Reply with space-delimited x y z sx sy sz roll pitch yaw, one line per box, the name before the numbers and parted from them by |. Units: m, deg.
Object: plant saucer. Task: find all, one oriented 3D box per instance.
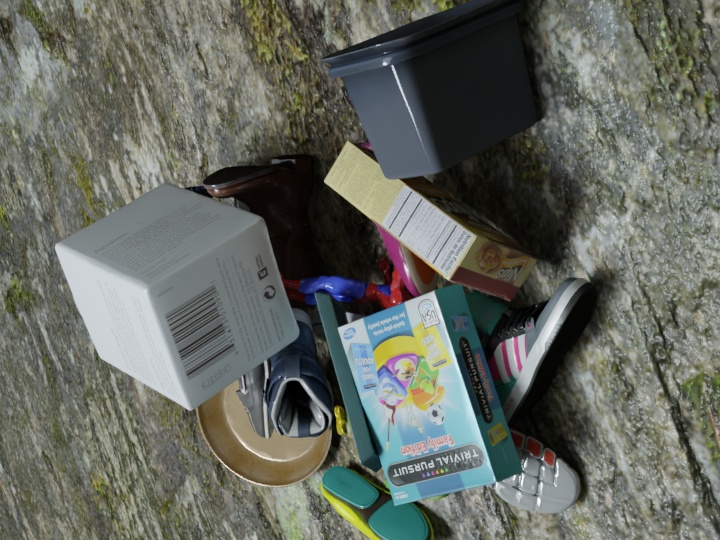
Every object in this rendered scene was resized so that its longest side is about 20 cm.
plant saucer | -0.010 0.120 1.429 0.019 0.070 0.200 -20 69 9
plant saucer | -0.122 0.186 1.714 0.200 0.035 0.200 7 108 22

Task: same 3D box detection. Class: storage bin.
storage bin | 0.074 -0.176 1.273 0.145 0.200 0.134 -3 109 50

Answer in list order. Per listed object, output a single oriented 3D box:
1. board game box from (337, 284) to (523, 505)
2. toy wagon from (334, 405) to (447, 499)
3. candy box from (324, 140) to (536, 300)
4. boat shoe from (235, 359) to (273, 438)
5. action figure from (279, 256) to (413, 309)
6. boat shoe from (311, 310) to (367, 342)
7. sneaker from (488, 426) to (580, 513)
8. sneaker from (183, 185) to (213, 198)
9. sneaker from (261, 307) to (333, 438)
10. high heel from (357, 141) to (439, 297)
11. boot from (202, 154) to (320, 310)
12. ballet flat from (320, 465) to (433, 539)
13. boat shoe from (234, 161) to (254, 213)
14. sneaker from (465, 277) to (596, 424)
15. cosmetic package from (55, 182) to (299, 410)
board game box | 0.069 0.131 1.352 0.151 0.047 0.200 -23 82 45
toy wagon | 0.045 0.184 1.554 0.200 0.040 0.155 4 105 51
candy box | 0.069 -0.051 1.311 0.200 0.115 0.055 39 104 37
boat shoe | -0.137 0.117 1.633 0.057 0.067 0.200 4 115 10
action figure | 0.000 0.000 1.499 0.200 0.065 0.099 12 71 15
boat shoe | 0.000 0.089 1.526 0.200 0.072 0.066 6 78 53
sneaker | 0.151 0.193 1.412 0.200 0.082 0.077 24 103 20
sneaker | -0.183 -0.013 1.645 0.070 0.078 0.200 -120 8 -65
sneaker | -0.069 0.165 1.553 0.146 0.077 0.202 -103 0 -48
high heel | 0.028 -0.052 1.464 0.096 0.067 0.200 -28 66 42
boot | -0.109 -0.029 1.555 0.064 0.186 0.200 7 106 38
ballet flat | 0.026 0.307 1.612 0.200 0.067 0.067 27 144 46
boat shoe | -0.123 -0.041 1.657 0.071 0.064 0.200 177 85 -83
sneaker | 0.157 0.055 1.339 0.121 0.084 0.200 42 134 21
cosmetic package | -0.207 0.023 1.474 0.200 0.165 0.165 22 136 45
